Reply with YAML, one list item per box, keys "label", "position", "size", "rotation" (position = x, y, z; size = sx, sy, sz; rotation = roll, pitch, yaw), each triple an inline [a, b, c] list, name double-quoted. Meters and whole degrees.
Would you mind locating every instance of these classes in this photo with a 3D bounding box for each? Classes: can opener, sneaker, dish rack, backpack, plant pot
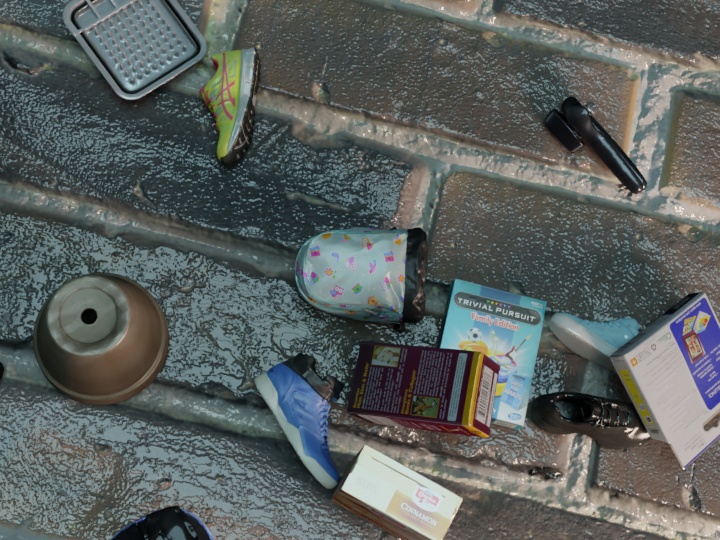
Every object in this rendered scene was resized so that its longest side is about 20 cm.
- label: "can opener"
  position: [0.395, -0.204, 1.915]
  size: [0.200, 0.079, 0.063]
  rotation: [44, 36, 4]
- label: "sneaker"
  position: [0.387, 0.103, 1.820]
  size: [0.200, 0.074, 0.082]
  rotation: [29, 71, -9]
- label: "dish rack"
  position: [-0.362, -0.378, 1.886]
  size: [0.171, 0.044, 0.200]
  rotation: [-35, 81, -14]
- label: "backpack"
  position: [-0.263, 0.428, 1.623]
  size: [0.200, 0.154, 0.191]
  rotation: [-24, 87, -18]
- label: "sneaker"
  position: [-0.062, 0.216, 1.737]
  size: [0.111, 0.077, 0.200]
  rotation: [-33, 74, -3]
- label: "sneaker"
  position: [-0.214, -0.261, 1.860]
  size: [0.090, 0.078, 0.201]
  rotation: [5, 69, 4]
- label: "backpack"
  position: [0.000, 0.000, 1.777]
  size: [0.199, 0.127, 0.167]
  rotation: [3, 78, -2]
- label: "sneaker"
  position: [0.363, 0.224, 1.771]
  size: [0.199, 0.091, 0.076]
  rotation: [6, 72, -5]
- label: "plant pot"
  position: [-0.381, 0.085, 1.692]
  size: [0.199, 0.174, 0.201]
  rotation: [2, 75, -6]

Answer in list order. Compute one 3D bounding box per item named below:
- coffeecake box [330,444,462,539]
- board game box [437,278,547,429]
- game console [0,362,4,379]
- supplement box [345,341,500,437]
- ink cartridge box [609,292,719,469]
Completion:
- label: "coffeecake box"
  position: [0.047, 0.324, 1.655]
  size: [0.153, 0.200, 0.073]
  rotation: [29, 74, 3]
- label: "board game box"
  position: [0.193, 0.128, 1.802]
  size: [0.151, 0.047, 0.201]
  rotation: [14, 74, -2]
- label: "game console"
  position: [-0.655, 0.186, 1.717]
  size: [0.176, 0.116, 0.200]
  rotation: [33, 72, -28]
- label: "supplement box"
  position: [0.092, 0.173, 1.714]
  size: [0.199, 0.086, 0.111]
  rotation: [3, 73, 28]
- label: "ink cartridge box"
  position: [0.497, 0.167, 1.790]
  size: [0.197, 0.047, 0.200]
  rotation: [-32, 101, -29]
